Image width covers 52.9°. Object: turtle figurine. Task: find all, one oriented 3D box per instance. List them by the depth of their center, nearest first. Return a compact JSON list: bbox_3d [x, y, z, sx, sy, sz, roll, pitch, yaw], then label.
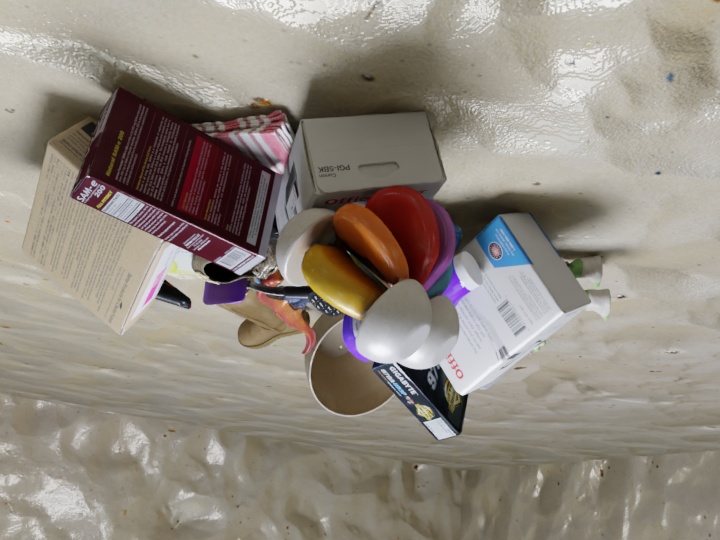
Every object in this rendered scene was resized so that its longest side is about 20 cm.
[{"bbox_3d":[0.257,0.050,1.060,0.189,0.205,0.144,-3,-167,7],"label":"turtle figurine"}]

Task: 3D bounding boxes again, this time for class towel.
[{"bbox_3d":[-0.155,-0.131,0.842,0.195,0.031,0.147,-1,160,15],"label":"towel"}]

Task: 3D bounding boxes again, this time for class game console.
[{"bbox_3d":[-0.380,0.010,1.136,0.197,0.032,0.176,22,-178,-39],"label":"game console"}]

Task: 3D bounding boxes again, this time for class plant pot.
[{"bbox_3d":[-0.022,0.141,1.321,0.197,0.204,0.134,16,-166,-29],"label":"plant pot"}]

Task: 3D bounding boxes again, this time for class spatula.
[{"bbox_3d":[-0.122,0.026,1.020,0.194,0.058,0.021,4,153,-7],"label":"spatula"}]

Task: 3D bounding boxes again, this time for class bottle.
[{"bbox_3d":[0.065,0.043,0.934,0.198,0.085,0.065,-33,121,28],"label":"bottle"}]

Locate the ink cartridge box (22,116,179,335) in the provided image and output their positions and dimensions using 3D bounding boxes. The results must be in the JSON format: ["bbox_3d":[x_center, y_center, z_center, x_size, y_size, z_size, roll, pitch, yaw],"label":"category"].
[{"bbox_3d":[-0.297,-0.046,0.845,0.164,0.075,0.200,39,132,-2],"label":"ink cartridge box"}]

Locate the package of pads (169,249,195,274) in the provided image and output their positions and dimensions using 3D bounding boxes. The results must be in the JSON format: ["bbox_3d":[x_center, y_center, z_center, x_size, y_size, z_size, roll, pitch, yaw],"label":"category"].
[{"bbox_3d":[-0.290,-0.051,1.009,0.194,0.070,0.155,4,158,2],"label":"package of pads"}]

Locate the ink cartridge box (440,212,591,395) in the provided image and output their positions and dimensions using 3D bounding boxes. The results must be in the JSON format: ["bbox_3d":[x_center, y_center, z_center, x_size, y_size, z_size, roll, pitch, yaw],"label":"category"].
[{"bbox_3d":[0.175,0.045,0.948,0.083,0.148,0.200,-11,152,-46],"label":"ink cartridge box"}]

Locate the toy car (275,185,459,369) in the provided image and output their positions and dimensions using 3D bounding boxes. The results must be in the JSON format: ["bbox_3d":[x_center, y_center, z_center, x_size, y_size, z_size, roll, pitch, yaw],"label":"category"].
[{"bbox_3d":[0.028,-0.008,0.713,0.174,0.151,0.199,40,-173,26],"label":"toy car"}]

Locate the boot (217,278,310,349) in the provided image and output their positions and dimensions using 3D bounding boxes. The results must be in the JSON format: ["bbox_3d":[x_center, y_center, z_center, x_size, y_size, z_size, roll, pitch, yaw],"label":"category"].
[{"bbox_3d":[-0.208,0.074,1.326,0.172,0.068,0.199,-21,151,23],"label":"boot"}]

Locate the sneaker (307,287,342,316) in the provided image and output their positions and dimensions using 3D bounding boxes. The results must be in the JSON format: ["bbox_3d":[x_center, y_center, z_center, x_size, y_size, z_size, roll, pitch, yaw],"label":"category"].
[{"bbox_3d":[0.000,0.000,0.938,0.072,0.084,0.198,46,147,-23],"label":"sneaker"}]

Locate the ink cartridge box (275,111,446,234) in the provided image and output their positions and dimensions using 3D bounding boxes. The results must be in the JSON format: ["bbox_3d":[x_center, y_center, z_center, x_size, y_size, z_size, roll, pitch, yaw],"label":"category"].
[{"bbox_3d":[-0.009,-0.086,0.801,0.143,0.085,0.200,-7,162,-18],"label":"ink cartridge box"}]

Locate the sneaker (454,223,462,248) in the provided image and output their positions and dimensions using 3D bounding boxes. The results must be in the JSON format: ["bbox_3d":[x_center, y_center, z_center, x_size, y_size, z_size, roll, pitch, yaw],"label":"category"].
[{"bbox_3d":[0.068,-0.009,1.005,0.103,0.077,0.200,9,148,-33],"label":"sneaker"}]

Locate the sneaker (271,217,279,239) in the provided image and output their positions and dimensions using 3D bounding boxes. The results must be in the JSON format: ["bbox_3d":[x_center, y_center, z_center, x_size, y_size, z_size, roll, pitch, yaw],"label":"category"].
[{"bbox_3d":[-0.095,-0.056,0.955,0.097,0.073,0.198,-15,153,42],"label":"sneaker"}]

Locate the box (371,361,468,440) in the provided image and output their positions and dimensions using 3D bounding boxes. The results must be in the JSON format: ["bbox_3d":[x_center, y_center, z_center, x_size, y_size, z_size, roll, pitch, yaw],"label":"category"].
[{"bbox_3d":[0.101,0.116,1.049,0.045,0.202,0.159,-25,117,34],"label":"box"}]

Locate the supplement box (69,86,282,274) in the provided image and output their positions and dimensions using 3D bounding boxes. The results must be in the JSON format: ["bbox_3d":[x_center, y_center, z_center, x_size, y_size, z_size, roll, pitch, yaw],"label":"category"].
[{"bbox_3d":[-0.185,-0.088,0.755,0.197,0.111,0.060,27,147,-30],"label":"supplement box"}]

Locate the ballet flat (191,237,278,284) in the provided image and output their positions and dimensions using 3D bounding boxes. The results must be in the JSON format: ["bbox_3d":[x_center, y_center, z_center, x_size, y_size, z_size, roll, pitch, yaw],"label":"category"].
[{"bbox_3d":[-0.164,-0.004,0.937,0.067,0.048,0.198,22,159,-38],"label":"ballet flat"}]

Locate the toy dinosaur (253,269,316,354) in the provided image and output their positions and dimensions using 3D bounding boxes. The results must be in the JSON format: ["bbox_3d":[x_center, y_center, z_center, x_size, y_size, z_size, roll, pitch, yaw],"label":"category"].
[{"bbox_3d":[-0.107,0.046,1.124,0.103,0.204,0.181,-19,-175,16],"label":"toy dinosaur"}]
